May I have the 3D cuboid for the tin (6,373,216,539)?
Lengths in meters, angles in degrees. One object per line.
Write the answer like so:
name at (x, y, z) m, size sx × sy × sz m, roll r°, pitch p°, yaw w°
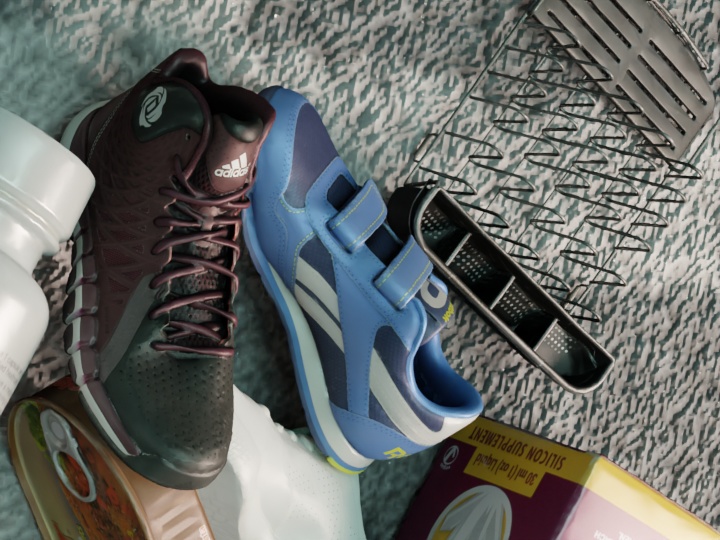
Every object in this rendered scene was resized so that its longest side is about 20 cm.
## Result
tin at (-0.104, 0.139, 1.194) m, size 0.042 × 0.112 × 0.200 m, roll -34°, pitch 116°, yaw -33°

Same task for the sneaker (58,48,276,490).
sneaker at (-0.077, -0.012, 1.127) m, size 0.076 × 0.115 × 0.200 m, roll 8°, pitch 55°, yaw -38°

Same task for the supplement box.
supplement box at (0.073, 0.188, 1.303) m, size 0.103 × 0.131 × 0.200 m, roll 33°, pitch 80°, yaw -31°

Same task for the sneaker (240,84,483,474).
sneaker at (0.000, 0.000, 1.235) m, size 0.074 × 0.082 × 0.200 m, roll -51°, pitch 126°, yaw -56°

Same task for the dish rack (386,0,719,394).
dish rack at (0.112, -0.057, 1.327) m, size 0.153 × 0.055 × 0.200 m, roll 43°, pitch 75°, yaw -31°

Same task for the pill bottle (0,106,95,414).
pill bottle at (-0.200, 0.026, 1.106) m, size 0.114 × 0.114 × 0.200 m, roll 36°, pitch 74°, yaw -32°

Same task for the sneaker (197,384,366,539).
sneaker at (-0.044, 0.099, 1.257) m, size 0.089 × 0.075 × 0.200 m, roll -49°, pitch 126°, yaw -30°
